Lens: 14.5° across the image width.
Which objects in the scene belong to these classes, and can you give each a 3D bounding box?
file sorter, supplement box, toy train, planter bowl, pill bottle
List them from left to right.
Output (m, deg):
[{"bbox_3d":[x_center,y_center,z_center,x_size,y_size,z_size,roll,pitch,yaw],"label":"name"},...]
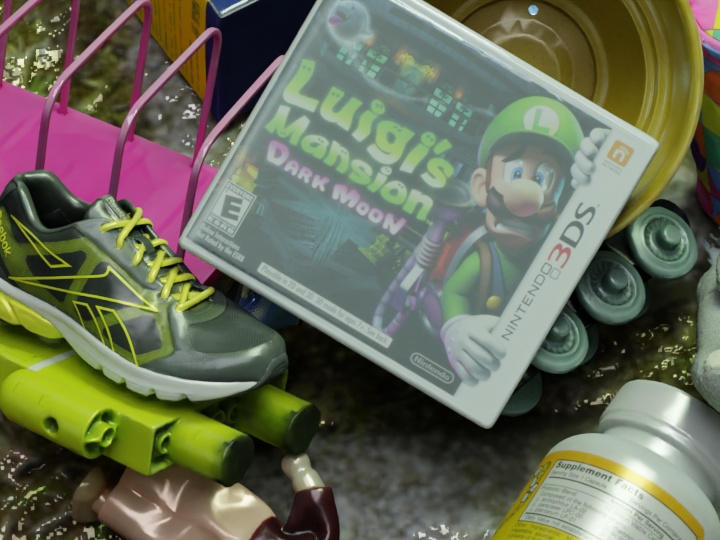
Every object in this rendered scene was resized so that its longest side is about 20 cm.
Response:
[{"bbox_3d":[-0.156,-0.087,1.649,0.199,0.126,0.139,22,38,12],"label":"file sorter"},{"bbox_3d":[-0.094,-0.212,1.749,0.109,0.109,0.200,-28,63,-19],"label":"supplement box"},{"bbox_3d":[0.088,-0.109,1.578,0.200,0.083,0.201,0,95,3],"label":"planter bowl"},{"bbox_3d":[0.106,-0.003,1.623,0.114,0.085,0.200,49,55,5],"label":"toy train"},{"bbox_3d":[0.127,0.161,1.541,0.113,0.113,0.200,28,65,15],"label":"pill bottle"}]

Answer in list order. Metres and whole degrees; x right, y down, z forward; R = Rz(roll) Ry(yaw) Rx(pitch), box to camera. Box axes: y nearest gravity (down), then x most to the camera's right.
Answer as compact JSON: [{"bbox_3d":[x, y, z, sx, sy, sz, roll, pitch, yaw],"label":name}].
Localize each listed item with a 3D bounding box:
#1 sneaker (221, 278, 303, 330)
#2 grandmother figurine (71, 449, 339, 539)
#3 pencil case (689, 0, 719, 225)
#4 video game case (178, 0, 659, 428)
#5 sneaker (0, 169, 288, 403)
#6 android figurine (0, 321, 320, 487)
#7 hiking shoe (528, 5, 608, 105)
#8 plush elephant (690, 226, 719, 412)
[{"bbox_3d":[0.000,0.000,1.635,0.200,0.079,0.089,-30,79,-35],"label":"sneaker"},{"bbox_3d":[-0.059,0.156,1.581,0.200,0.061,0.121,34,94,15],"label":"grandmother figurine"},{"bbox_3d":[0.231,-0.101,1.636,0.088,0.200,0.089,-4,57,6],"label":"pencil case"},{"bbox_3d":[0.031,-0.042,1.534,0.200,0.023,0.182,31,96,0],"label":"video game case"},{"bbox_3d":[-0.129,0.008,1.552,0.199,0.085,0.074,20,26,20],"label":"sneaker"},{"bbox_3d":[-0.126,0.059,1.595,0.200,0.041,0.182,26,28,30],"label":"android figurine"},{"bbox_3d":[0.077,-0.130,1.666,0.199,0.074,0.087,3,76,1],"label":"hiking shoe"},{"bbox_3d":[0.277,0.016,1.590,0.155,0.165,0.200,-28,36,20],"label":"plush elephant"}]
